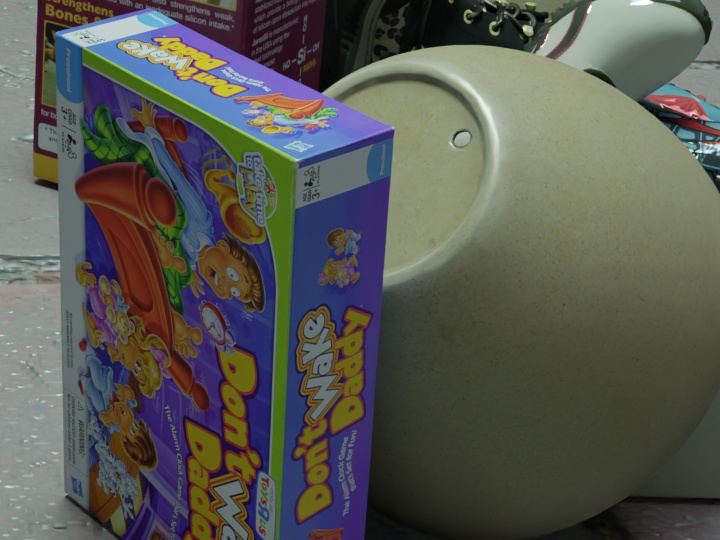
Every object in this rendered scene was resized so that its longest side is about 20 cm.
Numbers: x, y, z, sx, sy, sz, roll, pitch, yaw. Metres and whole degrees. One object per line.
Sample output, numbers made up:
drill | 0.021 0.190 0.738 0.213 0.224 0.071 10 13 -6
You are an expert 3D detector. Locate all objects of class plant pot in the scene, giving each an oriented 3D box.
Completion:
plant pot | 0.035 -0.009 0.740 0.200 0.201 0.134 24 -11 32

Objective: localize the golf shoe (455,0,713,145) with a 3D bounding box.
golf shoe | 0.108 -0.089 1.059 0.200 0.077 0.088 -24 42 19

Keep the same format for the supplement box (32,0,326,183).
supplement box | -0.096 -0.140 1.026 0.131 0.201 0.103 18 28 20

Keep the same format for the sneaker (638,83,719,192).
sneaker | 0.197 -0.048 1.073 0.200 0.080 0.095 17 35 39

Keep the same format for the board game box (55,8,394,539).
board game box | -0.054 0.022 0.695 0.045 0.201 0.134 -21 36 -38

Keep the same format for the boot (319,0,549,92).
boot | 0.055 -0.161 1.117 0.153 0.204 0.074 -2 39 -28

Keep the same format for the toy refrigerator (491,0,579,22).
toy refrigerator | 0.114 -0.193 1.348 0.199 0.070 0.076 -4 20 -22

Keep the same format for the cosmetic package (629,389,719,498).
cosmetic package | 0.168 0.047 0.849 0.199 0.071 0.105 2 26 -10
